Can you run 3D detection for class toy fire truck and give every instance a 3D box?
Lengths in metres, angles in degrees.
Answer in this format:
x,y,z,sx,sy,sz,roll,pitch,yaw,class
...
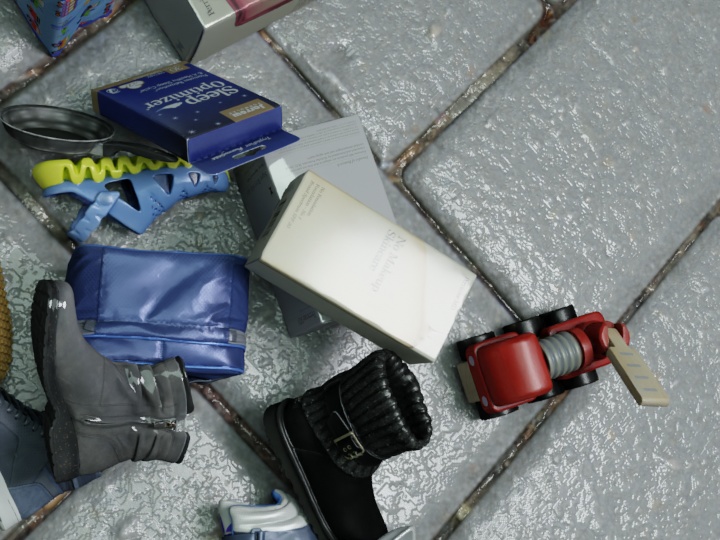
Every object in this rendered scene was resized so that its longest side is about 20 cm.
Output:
x,y,z,sx,sy,sz,roll,pitch,yaw,class
0.225,0.106,1.158,0.175,0.200,0.129,-15,84,-22,toy fire truck

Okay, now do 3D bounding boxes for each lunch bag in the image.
x,y,z,sx,sy,sz,roll,pitch,yaw,class
-0.342,-0.341,1.069,0.200,0.150,0.094,47,68,-6,lunch bag
-0.211,0.055,1.045,0.199,0.136,0.133,3,78,-18,lunch bag

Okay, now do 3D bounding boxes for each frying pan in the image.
x,y,z,sx,sy,sz,roll,pitch,yaw,class
-0.272,-0.136,1.077,0.189,0.115,0.031,13,111,-4,frying pan

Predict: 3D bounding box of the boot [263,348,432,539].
x,y,z,sx,sy,sz,roll,pitch,yaw,class
0.012,0.195,1.063,0.212,0.157,0.079,60,24,-11,boot

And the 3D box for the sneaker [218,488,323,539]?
x,y,z,sx,sy,sz,roll,pitch,yaw,class
-0.127,0.309,1.062,0.200,0.081,0.147,-29,82,-19,sneaker

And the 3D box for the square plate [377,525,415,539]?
x,y,z,sx,sy,sz,roll,pitch,yaw,class
-0.028,0.349,1.044,0.200,0.199,0.028,-32,55,-23,square plate

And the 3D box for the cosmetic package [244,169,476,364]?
x,y,z,sx,sy,sz,roll,pitch,yaw,class
0.000,0.000,1.036,0.199,0.073,0.104,30,76,-13,cosmetic package

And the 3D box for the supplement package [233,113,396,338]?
x,y,z,sx,sy,sz,roll,pitch,yaw,class
-0.040,-0.045,1.135,0.119,0.121,0.201,-18,85,-22,supplement package

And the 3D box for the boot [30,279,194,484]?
x,y,z,sx,sy,sz,roll,pitch,yaw,class
-0.219,0.090,0.945,0.131,0.070,0.201,-9,119,-22,boot

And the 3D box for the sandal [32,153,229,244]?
x,y,z,sx,sy,sz,roll,pitch,yaw,class
-0.234,-0.078,1.102,0.199,0.079,0.088,-7,93,-16,sandal

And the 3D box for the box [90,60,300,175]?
x,y,z,sx,sy,sz,roll,pitch,yaw,class
-0.167,-0.160,1.076,0.121,0.200,0.033,-27,133,-37,box

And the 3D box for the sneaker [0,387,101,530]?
x,y,z,sx,sy,sz,roll,pitch,yaw,class
-0.303,0.132,0.994,0.146,0.077,0.203,-24,126,-21,sneaker

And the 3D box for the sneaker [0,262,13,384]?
x,y,z,sx,sy,sz,roll,pitch,yaw,class
-0.396,0.023,1.027,0.090,0.075,0.201,-9,81,-6,sneaker

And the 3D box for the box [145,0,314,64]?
x,y,z,sx,sy,sz,roll,pitch,yaw,class
-0.134,-0.338,1.167,0.200,0.109,0.128,-34,92,-23,box
